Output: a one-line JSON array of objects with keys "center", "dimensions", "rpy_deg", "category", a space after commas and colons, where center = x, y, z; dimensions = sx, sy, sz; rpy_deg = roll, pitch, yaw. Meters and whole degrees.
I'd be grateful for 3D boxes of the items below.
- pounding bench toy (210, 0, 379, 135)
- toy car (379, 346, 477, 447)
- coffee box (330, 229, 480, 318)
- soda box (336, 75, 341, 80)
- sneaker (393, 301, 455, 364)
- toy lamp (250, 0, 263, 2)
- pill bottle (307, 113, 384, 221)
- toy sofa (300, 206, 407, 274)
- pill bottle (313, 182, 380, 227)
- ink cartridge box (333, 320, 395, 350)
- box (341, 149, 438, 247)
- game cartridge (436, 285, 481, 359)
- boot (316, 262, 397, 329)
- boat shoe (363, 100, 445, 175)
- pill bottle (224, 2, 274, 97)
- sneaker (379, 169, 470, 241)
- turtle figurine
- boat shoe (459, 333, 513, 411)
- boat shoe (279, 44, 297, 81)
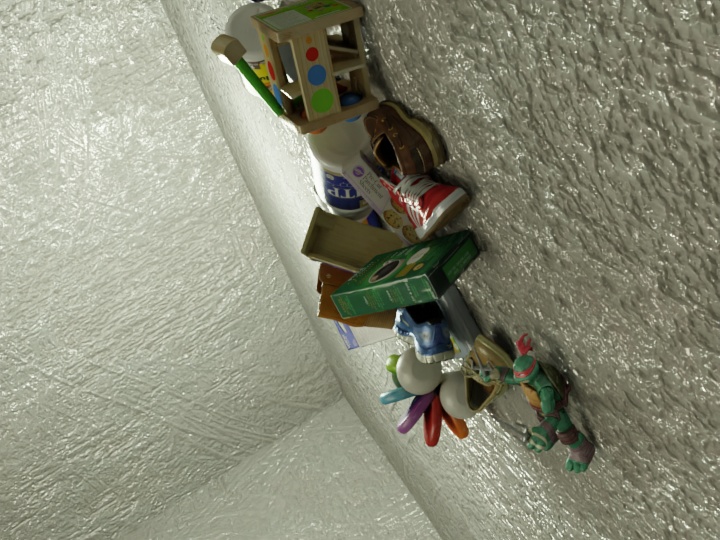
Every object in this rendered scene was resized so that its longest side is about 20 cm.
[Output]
[{"center": [-0.093, -0.266, 1.140], "dimensions": [0.124, 0.196, 0.159], "rpy_deg": [45, 152, 55], "category": "pounding bench toy"}, {"center": [0.122, 0.235, 1.512], "dimensions": [0.197, 0.152, 0.175], "rpy_deg": [29, 171, 0], "category": "toy car"}, {"center": [0.061, 0.007, 1.168], "dimensions": [0.198, 0.123, 0.045], "rpy_deg": [-15, 111, 47], "category": "coffee box"}, {"center": [-0.043, -0.231, 1.406], "dimensions": [0.064, 0.070, 0.201], "rpy_deg": [58, 169, 24], "category": "soda box"}, {"center": [0.102, 0.076, 1.365], "dimensions": [0.200, 0.077, 0.091], "rpy_deg": [-138, 40, -67], "category": "sneaker"}, {"center": [-0.162, -0.487, 1.355], "dimensions": [0.059, 0.057, 0.200], "rpy_deg": [61, 171, -6], "category": "toy lamp"}, {"center": [-0.019, -0.164, 1.332], "dimensions": [0.121, 0.118, 0.201], "rpy_deg": [56, 170, 21], "category": "pill bottle"}, {"center": [0.011, -0.030, 1.348], "dimensions": [0.196, 0.085, 0.097], "rpy_deg": [18, 175, 20], "category": "toy sofa"}, {"center": [-0.021, -0.087, 1.576], "dimensions": [0.112, 0.111, 0.202], "rpy_deg": [49, 164, 49], "category": "pill bottle"}, {"center": [0.029, 0.073, 1.576], "dimensions": [0.198, 0.042, 0.121], "rpy_deg": [-22, 100, 38], "category": "ink cartridge box"}, {"center": [0.051, -0.088, 1.227], "dimensions": [0.200, 0.041, 0.039], "rpy_deg": [47, -164, -19], "category": "box"}, {"center": [0.148, 0.085, 1.417], "dimensions": [0.136, 0.040, 0.200], "rpy_deg": [64, 170, 4], "category": "game cartridge"}, {"center": [0.000, 0.001, 1.407], "dimensions": [0.071, 0.141, 0.205], "rpy_deg": [112, 170, -57], "category": "boot"}, {"center": [0.043, -0.178, 1.132], "dimensions": [0.200, 0.067, 0.073], "rpy_deg": [45, 162, 58], "category": "boat shoe"}, {"center": [-0.178, -0.390, 1.523], "dimensions": [0.111, 0.108, 0.200], "rpy_deg": [58, 176, 14], "category": "pill bottle"}, {"center": [0.082, -0.108, 1.116], "dimensions": [0.114, 0.070, 0.200], "rpy_deg": [57, 172, 2], "category": "sneaker"}, {"center": [0.226, 0.171, 1.075], "dimensions": [0.201, 0.100, 0.151], "rpy_deg": [49, -168, -30], "category": "turtle figurine"}, {"center": [0.193, 0.164, 1.282], "dimensions": [0.073, 0.063, 0.201], "rpy_deg": [37, 162, 27], "category": "boat shoe"}, {"center": [-0.102, -0.346, 1.431], "dimensions": [0.202, 0.069, 0.066], "rpy_deg": [57, 170, -19], "category": "boat shoe"}]
